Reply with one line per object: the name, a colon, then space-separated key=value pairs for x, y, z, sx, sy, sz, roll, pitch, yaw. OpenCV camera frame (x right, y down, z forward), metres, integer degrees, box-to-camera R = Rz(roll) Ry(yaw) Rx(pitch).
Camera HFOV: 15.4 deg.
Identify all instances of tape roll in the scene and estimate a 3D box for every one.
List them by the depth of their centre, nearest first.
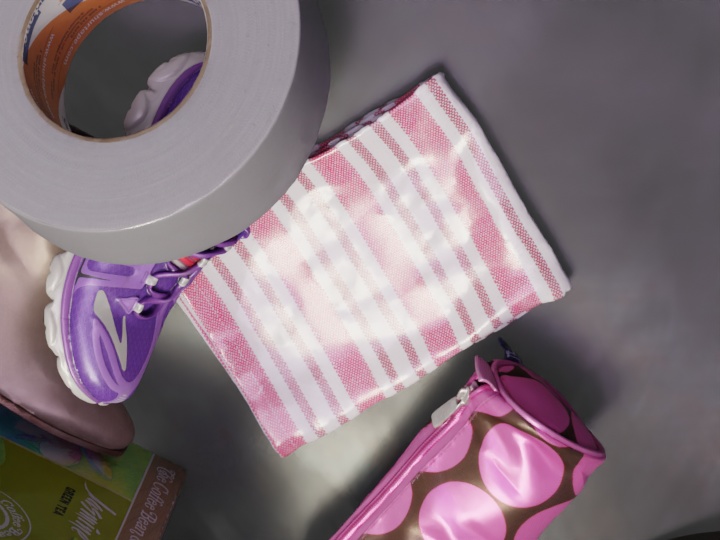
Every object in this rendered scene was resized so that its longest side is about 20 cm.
tape roll: x=-0.118 y=-0.107 z=1.390 sx=0.199 sy=0.066 sz=0.201 roll=-4 pitch=72 yaw=14

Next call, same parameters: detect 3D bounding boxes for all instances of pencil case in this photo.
pencil case: x=0.042 y=0.139 z=1.492 sx=0.093 sy=0.091 sz=0.200 roll=27 pitch=110 yaw=-35

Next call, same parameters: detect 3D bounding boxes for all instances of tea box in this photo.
tea box: x=-0.221 y=0.158 z=1.464 sx=0.196 sy=0.200 sz=0.134 roll=26 pitch=109 yaw=-4

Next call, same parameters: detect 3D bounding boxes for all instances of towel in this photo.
towel: x=0.000 y=0.000 z=1.481 sx=0.199 sy=0.030 sz=0.147 roll=-31 pitch=102 yaw=14

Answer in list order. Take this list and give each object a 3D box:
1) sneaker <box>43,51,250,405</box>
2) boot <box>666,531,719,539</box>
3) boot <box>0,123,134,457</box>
sneaker: x=-0.103 y=-0.020 z=1.423 sx=0.083 sy=0.081 sz=0.201 roll=22 pitch=90 yaw=34
boot: x=0.164 y=0.214 z=1.520 sx=0.199 sy=0.074 sz=0.076 roll=-29 pitch=121 yaw=18
boot: x=-0.179 y=-0.007 z=1.479 sx=0.200 sy=0.070 sz=0.147 roll=33 pitch=105 yaw=-5
